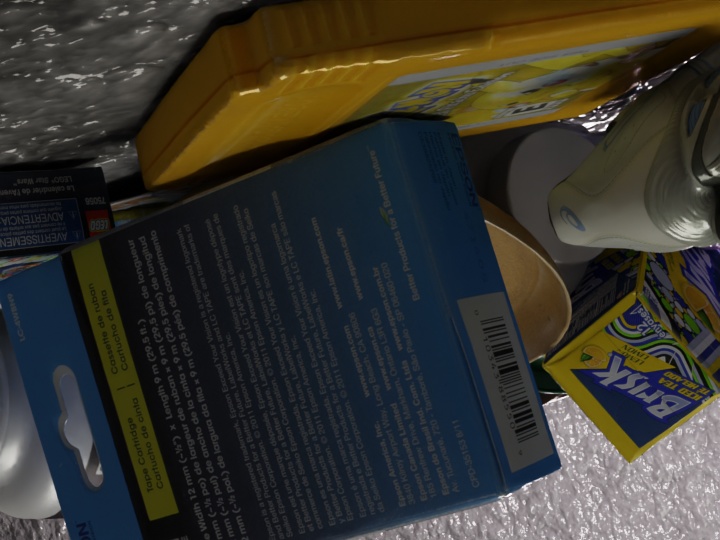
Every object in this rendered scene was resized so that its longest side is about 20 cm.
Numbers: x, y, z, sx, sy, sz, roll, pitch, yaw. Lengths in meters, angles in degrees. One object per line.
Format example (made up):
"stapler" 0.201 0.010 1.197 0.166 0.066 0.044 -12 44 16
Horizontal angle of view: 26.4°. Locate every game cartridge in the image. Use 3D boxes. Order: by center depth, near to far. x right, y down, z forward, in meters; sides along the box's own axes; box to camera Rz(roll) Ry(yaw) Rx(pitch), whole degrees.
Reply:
"game cartridge" 0.029 -0.072 0.566 0.200 0.033 0.176 -14 176 -19

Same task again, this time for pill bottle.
"pill bottle" -0.135 0.071 0.789 0.200 0.112 0.111 5 165 -40
"pill bottle" 0.051 -0.019 0.832 0.111 0.111 0.200 -12 176 -31

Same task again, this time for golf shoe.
"golf shoe" 0.140 -0.063 0.619 0.097 0.078 0.200 -13 -167 36

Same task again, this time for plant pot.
"plant pot" 0.000 0.000 0.722 0.199 0.028 0.200 7 153 4

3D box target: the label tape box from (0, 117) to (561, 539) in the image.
"label tape box" -0.037 0.040 0.613 0.200 0.144 0.066 -20 175 30

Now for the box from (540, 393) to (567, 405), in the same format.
"box" 0.052 0.033 1.152 0.166 0.165 0.200 -14 178 -30

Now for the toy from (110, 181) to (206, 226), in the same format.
"toy" -0.119 -0.012 0.797 0.200 0.047 0.115 -17 174 30

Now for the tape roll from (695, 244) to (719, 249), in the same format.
"tape roll" 0.260 -0.079 0.821 0.200 0.066 0.200 -20 168 -4

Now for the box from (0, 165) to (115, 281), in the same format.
"box" -0.222 0.001 0.670 0.200 0.040 0.137 -17 174 40

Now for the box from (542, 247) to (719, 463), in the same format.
"box" 0.151 0.019 0.820 0.064 0.070 0.200 -40 -173 23

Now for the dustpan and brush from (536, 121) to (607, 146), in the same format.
"dustpan and brush" 0.144 -0.072 0.926 0.139 0.057 0.200 -2 -169 37

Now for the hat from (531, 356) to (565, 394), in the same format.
"hat" 0.163 -0.026 0.985 0.200 0.166 0.176 0 156 -27
